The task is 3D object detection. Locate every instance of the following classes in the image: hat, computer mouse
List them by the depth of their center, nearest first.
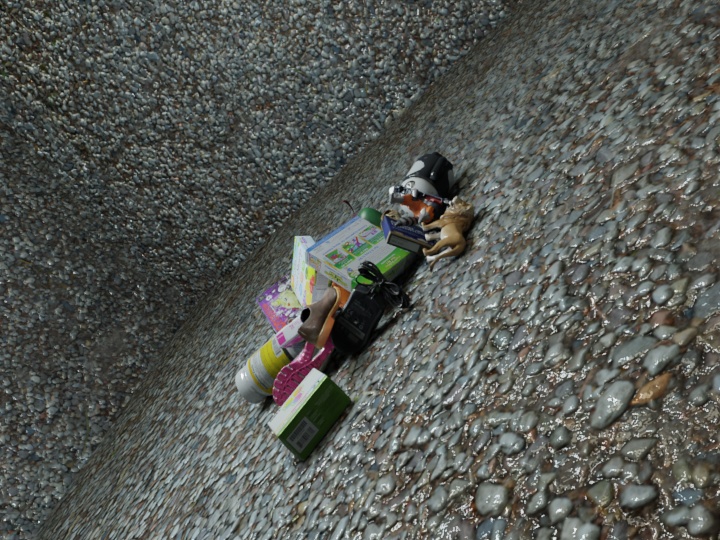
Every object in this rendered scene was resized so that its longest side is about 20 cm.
[{"bbox_3d":[0.011,0.093,1.375,0.202,0.137,0.053,-54,-10,15],"label":"computer mouse"},{"bbox_3d":[-0.001,-0.171,1.924,0.167,0.176,0.198,-52,17,-28],"label":"hat"}]

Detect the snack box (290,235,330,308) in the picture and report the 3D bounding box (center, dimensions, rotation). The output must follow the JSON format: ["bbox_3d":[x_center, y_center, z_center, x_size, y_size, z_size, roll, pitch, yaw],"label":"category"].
[{"bbox_3d":[-0.131,0.016,1.641,0.201,0.051,0.147,-127,42,-57],"label":"snack box"}]

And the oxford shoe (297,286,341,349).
[{"bbox_3d":[-0.088,0.086,1.379,0.201,0.071,0.073,-76,12,-62],"label":"oxford shoe"}]

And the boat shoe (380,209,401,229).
[{"bbox_3d":[0.085,-0.122,1.723,0.073,0.074,0.200,-9,16,-5],"label":"boat shoe"}]

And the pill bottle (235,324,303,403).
[{"bbox_3d":[-0.214,0.237,1.580,0.199,0.114,0.115,-40,16,20],"label":"pill bottle"}]

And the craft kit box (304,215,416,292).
[{"bbox_3d":[0.002,-0.035,1.502,0.195,0.050,0.198,28,46,32],"label":"craft kit box"}]

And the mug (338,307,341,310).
[{"bbox_3d":[-0.074,0.025,1.724,0.151,0.111,0.192,167,105,-66],"label":"mug"}]

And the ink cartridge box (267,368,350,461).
[{"bbox_3d":[-0.118,0.277,1.285,0.149,0.076,0.199,-49,17,-13],"label":"ink cartridge box"}]

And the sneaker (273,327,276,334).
[{"bbox_3d":[-0.161,0.105,1.761,0.087,0.077,0.203,-9,45,45],"label":"sneaker"}]

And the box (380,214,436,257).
[{"bbox_3d":[0.112,-0.087,1.520,0.201,0.118,0.033,-100,29,-72],"label":"box"}]

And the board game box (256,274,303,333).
[{"bbox_3d":[-0.205,0.096,1.731,0.119,0.033,0.200,-41,37,-4],"label":"board game box"}]

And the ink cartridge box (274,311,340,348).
[{"bbox_3d":[-0.095,0.139,1.498,0.118,0.043,0.197,-37,-23,30],"label":"ink cartridge box"}]

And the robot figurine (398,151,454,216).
[{"bbox_3d":[0.176,-0.229,1.693,0.121,0.153,0.202,11,47,27],"label":"robot figurine"}]

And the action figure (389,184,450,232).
[{"bbox_3d":[0.134,-0.144,1.525,0.197,0.191,0.108,24,96,35],"label":"action figure"}]

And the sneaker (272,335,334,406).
[{"bbox_3d":[-0.120,0.223,1.432,0.201,0.081,0.088,-50,-12,-9],"label":"sneaker"}]

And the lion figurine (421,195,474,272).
[{"bbox_3d":[0.196,-0.075,1.373,0.119,0.074,0.203,-12,40,12],"label":"lion figurine"}]

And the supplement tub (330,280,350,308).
[{"bbox_3d":[0.000,0.000,1.590,0.121,0.123,0.202,-32,19,38],"label":"supplement tub"}]
